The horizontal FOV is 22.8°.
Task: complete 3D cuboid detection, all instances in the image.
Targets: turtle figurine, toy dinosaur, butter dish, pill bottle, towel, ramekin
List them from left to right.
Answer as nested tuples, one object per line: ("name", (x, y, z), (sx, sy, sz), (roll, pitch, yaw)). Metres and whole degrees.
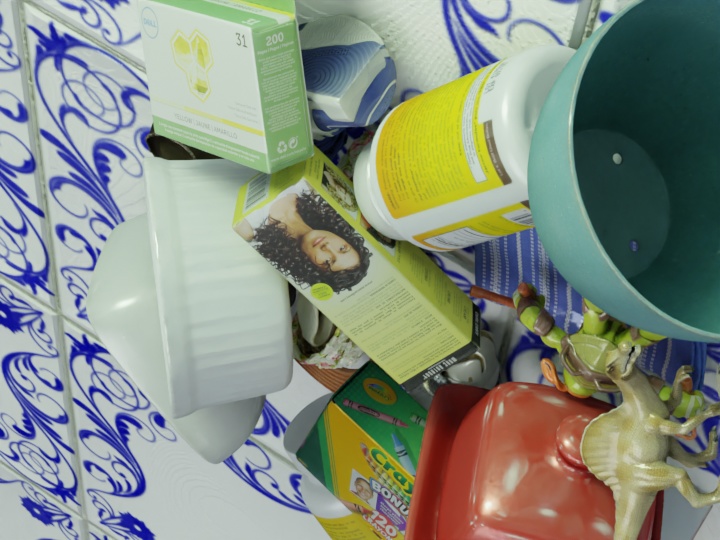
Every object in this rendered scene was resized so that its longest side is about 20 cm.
("ramekin", (-0.110, 0.008, 1.377), (0.096, 0.202, 0.201), (-7, 146, -8))
("pill bottle", (0.013, 0.211, 1.656), (0.111, 0.112, 0.201), (-1, 132, 49))
("pill bottle", (0.080, -0.075, 1.198), (0.109, 0.109, 0.199), (49, 149, -17))
("butter dish", (0.147, 0.159, 1.321), (0.197, 0.202, 0.148), (17, 142, -4))
("towel", (0.164, 0.007, 1.301), (0.199, 0.024, 0.146), (24, 146, 25))
("turtle figurine", (0.166, 0.046, 1.269), (0.199, 0.064, 0.162), (36, 148, 11))
("toy dinosaur", (0.203, 0.135, 1.246), (0.100, 0.058, 0.202), (-1, 109, 1))

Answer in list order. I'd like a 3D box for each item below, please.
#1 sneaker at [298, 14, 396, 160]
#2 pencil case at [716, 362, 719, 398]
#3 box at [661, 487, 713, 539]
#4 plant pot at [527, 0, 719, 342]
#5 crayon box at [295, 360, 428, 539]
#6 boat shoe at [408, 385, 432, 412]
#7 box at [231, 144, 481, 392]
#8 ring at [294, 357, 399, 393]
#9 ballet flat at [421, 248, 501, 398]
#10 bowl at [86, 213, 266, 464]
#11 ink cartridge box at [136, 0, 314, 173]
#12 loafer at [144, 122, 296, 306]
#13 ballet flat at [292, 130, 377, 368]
("sneaker", (-0.033, -0.119, 1.310), (0.198, 0.081, 0.116), (12, 145, 50))
("pencil case", (0.289, 0.034, 1.139), (0.090, 0.077, 0.201), (55, 157, 26))
("box", (0.187, 0.258, 1.483), (0.106, 0.153, 0.201), (34, 150, 10))
("plant pot", (0.176, -0.051, 1.048), (0.200, 0.200, 0.135), (45, 157, -10))
("crayon box", (0.047, 0.183, 1.500), (0.200, 0.058, 0.119), (42, 146, 8))
("boat shoe", (0.092, 0.174, 1.559), (0.070, 0.069, 0.201), (-3, 130, 50))
("box", (0.000, 0.000, 1.297), (0.075, 0.050, 0.200), (-33, 120, 27))
("ring", (-0.032, 0.027, 1.520), (0.200, 0.019, 0.202), (37, 148, 28))
("ballet flat", (0.067, 0.053, 1.425), (0.072, 0.072, 0.201), (-9, 125, 52))
("bowl", (-0.143, 0.048, 1.567), (0.074, 0.200, 0.201), (-30, 112, 18))
("ink cartridge box", (-0.099, -0.181, 1.223), (0.145, 0.048, 0.202), (22, 127, 47))
("loafer", (-0.125, -0.040, 1.491), (0.073, 0.071, 0.201), (-11, 113, 58))
("ballet flat", (-0.013, -0.008, 1.357), (0.075, 0.063, 0.202), (33, 124, 38))
